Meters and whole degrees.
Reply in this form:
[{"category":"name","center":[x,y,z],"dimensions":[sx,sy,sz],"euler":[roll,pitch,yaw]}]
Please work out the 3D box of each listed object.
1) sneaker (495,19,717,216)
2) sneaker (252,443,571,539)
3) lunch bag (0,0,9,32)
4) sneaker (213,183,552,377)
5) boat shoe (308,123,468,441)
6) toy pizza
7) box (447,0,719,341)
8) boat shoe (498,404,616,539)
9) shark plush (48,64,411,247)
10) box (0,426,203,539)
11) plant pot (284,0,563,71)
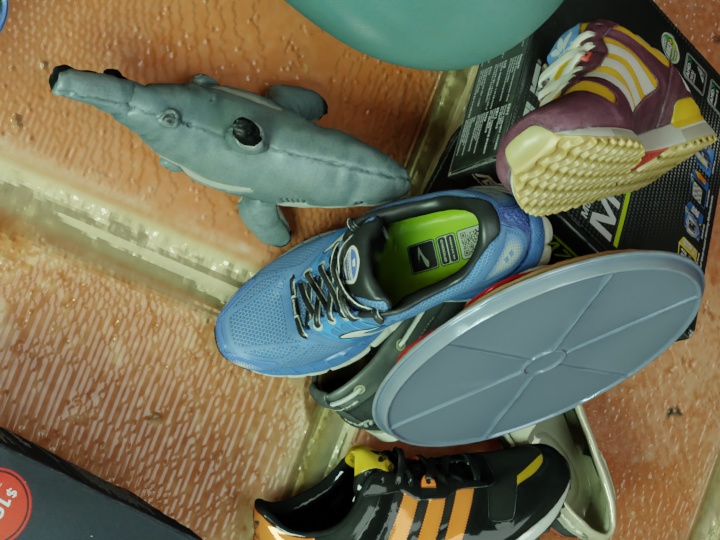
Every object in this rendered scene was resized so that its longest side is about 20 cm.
[{"category":"sneaker","center":[0.118,-0.088,0.845],"dimensions":[0.199,0.075,0.091],"euler":[-9,67,-58]},{"category":"sneaker","center":[0.031,0.136,0.928],"dimensions":[0.199,0.070,0.091],"euler":[-23,114,-9]},{"category":"lunch bag","center":[-0.275,-0.137,0.705],"dimensions":[0.161,0.082,0.200],"euler":[-51,120,-15]},{"category":"sneaker","center":[0.000,0.000,0.849],"dimensions":[0.089,0.199,0.079],"euler":[13,56,-63]},{"category":"boat shoe","center":[0.034,-0.002,0.927],"dimensions":[0.067,0.072,0.201],"euler":[29,83,-31]},{"category":"toy pizza","center":[0.097,0.039,0.875],"dimensions":[0.199,0.200,0.032],"euler":[-5,59,-31]},{"category":"box","center":[0.149,-0.086,0.958],"dimensions":[0.193,0.047,0.201],"euler":[41,52,-32]},{"category":"boat shoe","center":[0.109,0.084,0.996],"dimensions":[0.071,0.062,0.201],"euler":[-30,112,-22]},{"category":"shark plush","center":[-0.068,-0.082,0.843],"dimensions":[0.199,0.083,0.091],"euler":[31,82,-32]},{"category":"box","center":[-0.210,0.178,0.787],"dimensions":[0.182,0.104,0.201],"euler":[32,81,-33]},{"category":"plant pot","center":[0.029,-0.203,0.825],"dimensions":[0.201,0.200,0.161],"euler":[-56,131,-12]}]
